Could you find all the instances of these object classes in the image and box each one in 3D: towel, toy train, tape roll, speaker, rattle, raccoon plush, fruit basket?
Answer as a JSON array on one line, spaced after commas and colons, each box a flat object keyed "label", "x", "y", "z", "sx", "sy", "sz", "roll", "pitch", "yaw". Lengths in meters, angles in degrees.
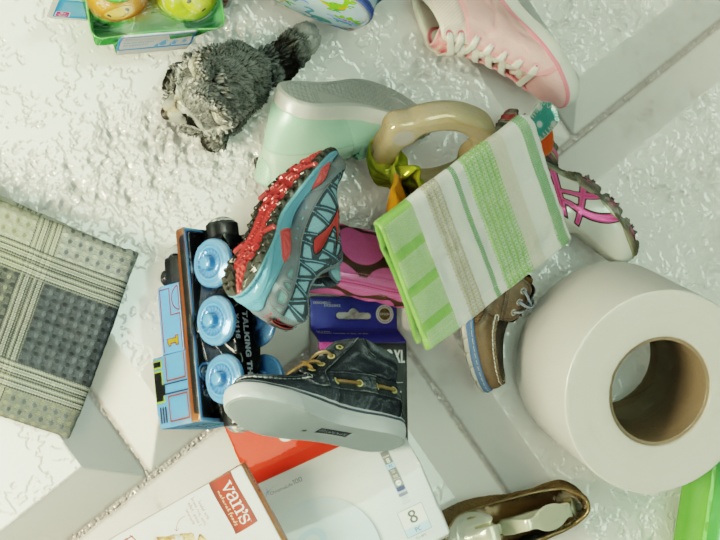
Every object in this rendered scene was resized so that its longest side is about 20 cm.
[{"label": "towel", "x": -0.328, "y": 0.035, "z": 1.628, "sx": 0.198, "sy": 0.034, "sz": 0.195, "roll": 22, "pitch": 80, "yaw": -18}, {"label": "toy train", "x": -0.139, "y": 0.054, "z": 1.642, "sx": 0.086, "sy": 0.113, "sz": 0.203, "roll": 6, "pitch": 74, "yaw": -52}, {"label": "tape roll", "x": 0.269, "y": 0.102, "z": 1.740, "sx": 0.200, "sy": 0.139, "sz": 0.205, "roll": -3, "pitch": 103, "yaw": -15}, {"label": "speaker", "x": 0.366, "y": 0.258, "z": 1.811, "sx": 0.087, "sy": 0.088, "sz": 0.202, "roll": 14, "pitch": 80, "yaw": -17}, {"label": "towel", "x": 0.105, "y": -0.039, "z": 1.663, "sx": 0.199, "sy": 0.031, "sz": 0.150, "roll": -35, "pitch": 119, "yaw": -24}, {"label": "rattle", "x": 0.113, "y": -0.087, "z": 1.687, "sx": 0.198, "sy": 0.143, "sz": 0.131, "roll": 5, "pitch": 125, "yaw": -20}, {"label": "raccoon plush", "x": -0.112, "y": -0.198, "z": 1.668, "sx": 0.097, "sy": 0.134, "sz": 0.200, "roll": 45, "pitch": 73, "yaw": -8}, {"label": "fruit basket", "x": -0.185, "y": -0.265, "z": 1.616, "sx": 0.183, "sy": 0.200, "sz": 0.095, "roll": -8, "pitch": 86, "yaw": -20}]

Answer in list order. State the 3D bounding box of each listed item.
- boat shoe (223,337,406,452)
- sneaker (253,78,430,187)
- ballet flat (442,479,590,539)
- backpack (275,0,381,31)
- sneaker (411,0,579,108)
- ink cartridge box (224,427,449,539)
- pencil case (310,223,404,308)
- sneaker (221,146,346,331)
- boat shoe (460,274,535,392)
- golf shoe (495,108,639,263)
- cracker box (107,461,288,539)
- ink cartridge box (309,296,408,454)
[{"label": "boat shoe", "x": -0.044, "y": 0.105, "z": 1.612, "sx": 0.199, "sy": 0.071, "sz": 0.092, "roll": 17, "pitch": 57, "yaw": -37}, {"label": "sneaker", "x": -0.021, "y": -0.123, "z": 1.739, "sx": 0.199, "sy": 0.074, "sz": 0.119, "roll": 0, "pitch": 124, "yaw": -40}, {"label": "ballet flat", "x": 0.143, "y": 0.255, "z": 1.742, "sx": 0.198, "sy": 0.072, "sz": 0.069, "roll": -12, "pitch": 88, "yaw": -20}, {"label": "backpack", "x": -0.024, "y": -0.323, "z": 1.678, "sx": 0.182, "sy": 0.200, "sz": 0.148, "roll": 25, "pitch": 77, "yaw": -16}, {"label": "sneaker", "x": 0.129, "y": -0.228, "z": 1.787, "sx": 0.104, "sy": 0.075, "sz": 0.201, "roll": -39, "pitch": 92, "yaw": -20}, {"label": "ink cartridge box", "x": -0.026, "y": 0.191, "z": 1.667, "sx": 0.159, "sy": 0.047, "sz": 0.202, "roll": -23, "pitch": 88, "yaw": -7}, {"label": "pencil case", "x": 0.000, "y": 0.000, "z": 1.705, "sx": 0.198, "sy": 0.094, "sz": 0.091, "roll": 8, "pitch": 125, "yaw": -15}, {"label": "sneaker", "x": -0.056, "y": -0.025, "z": 1.620, "sx": 0.096, "sy": 0.079, "sz": 0.201, "roll": 45, "pitch": 51, "yaw": -22}, {"label": "boat shoe", "x": 0.136, "y": 0.020, "z": 1.748, "sx": 0.071, "sy": 0.072, "sz": 0.203, "roll": -5, "pitch": 91, "yaw": 12}, {"label": "golf shoe", "x": 0.196, "y": -0.068, "z": 1.799, "sx": 0.200, "sy": 0.073, "sz": 0.092, "roll": 42, "pitch": 81, "yaw": 0}, {"label": "cracker box", "x": -0.160, "y": 0.283, "z": 1.605, "sx": 0.199, "sy": 0.058, "sz": 0.135, "roll": -30, "pitch": 87, "yaw": -2}, {"label": "ink cartridge box", "x": -0.002, "y": 0.125, "z": 1.727, "sx": 0.094, "sy": 0.037, "sz": 0.203, "roll": 1, "pitch": 82, "yaw": -18}]
